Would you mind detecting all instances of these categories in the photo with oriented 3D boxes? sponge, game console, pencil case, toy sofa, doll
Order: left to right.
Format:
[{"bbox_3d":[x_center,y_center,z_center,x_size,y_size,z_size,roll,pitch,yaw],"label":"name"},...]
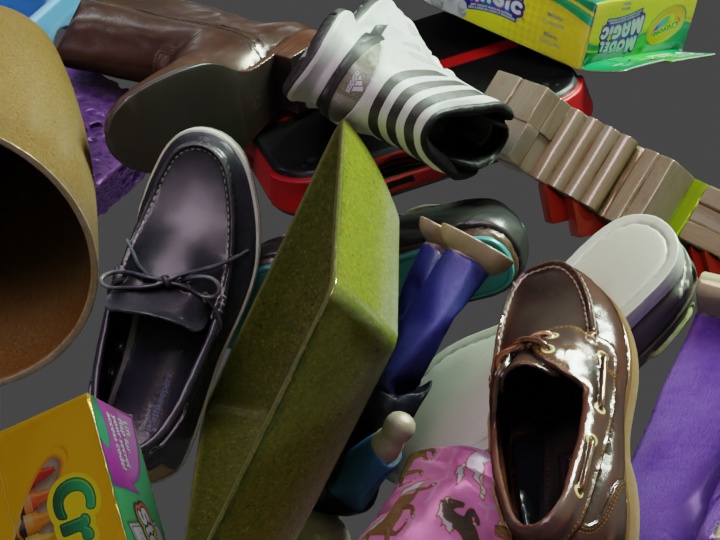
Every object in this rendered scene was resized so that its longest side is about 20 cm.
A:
[{"bbox_3d":[-0.215,-0.047,1.542,0.111,0.030,0.200,27,58,31],"label":"sponge"},{"bbox_3d":[0.010,0.071,1.308,0.200,0.048,0.136,-62,16,-1],"label":"doll"},{"bbox_3d":[0.024,-0.100,1.504,0.200,0.031,0.177,-18,28,-10],"label":"game console"},{"bbox_3d":[0.026,0.178,1.238,0.083,0.087,0.200,-6,43,42],"label":"pencil case"},{"bbox_3d":[0.179,0.089,1.272,0.083,0.098,0.200,13,53,24],"label":"toy sofa"}]

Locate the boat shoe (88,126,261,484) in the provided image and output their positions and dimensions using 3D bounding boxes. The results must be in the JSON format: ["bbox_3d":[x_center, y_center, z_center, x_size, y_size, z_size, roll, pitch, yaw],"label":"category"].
[{"bbox_3d":[-0.104,0.018,1.369,0.075,0.062,0.200,13,84,13],"label":"boat shoe"}]

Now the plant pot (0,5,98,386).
[{"bbox_3d":[-0.231,-0.065,1.436,0.186,0.187,0.200,-7,37,8],"label":"plant pot"}]

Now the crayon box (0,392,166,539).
[{"bbox_3d":[-0.171,0.186,1.221,0.172,0.058,0.200,-25,66,15],"label":"crayon box"}]

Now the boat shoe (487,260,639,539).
[{"bbox_3d":[0.097,0.066,1.237,0.070,0.070,0.200,-29,40,22],"label":"boat shoe"}]

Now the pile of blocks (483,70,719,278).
[{"bbox_3d":[0.148,-0.036,1.403,0.200,0.082,0.062,31,85,14],"label":"pile of blocks"}]

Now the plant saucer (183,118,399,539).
[{"bbox_3d":[-0.029,0.050,1.279,0.048,0.200,0.200,21,26,-10],"label":"plant saucer"}]

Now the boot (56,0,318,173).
[{"bbox_3d":[-0.135,-0.120,1.508,0.186,0.064,0.200,-20,29,-41],"label":"boot"}]

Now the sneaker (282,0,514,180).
[{"bbox_3d":[0.028,-0.092,1.404,0.115,0.200,0.076,34,102,3],"label":"sneaker"}]

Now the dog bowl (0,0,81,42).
[{"bbox_3d":[-0.224,-0.176,1.649,0.111,0.050,0.200,26,58,32],"label":"dog bowl"}]

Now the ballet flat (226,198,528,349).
[{"bbox_3d":[0.000,0.000,1.421,0.200,0.068,0.068,-9,31,13],"label":"ballet flat"}]

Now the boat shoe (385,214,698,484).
[{"bbox_3d":[0.098,0.054,1.342,0.202,0.060,0.072,-40,51,3],"label":"boat shoe"}]

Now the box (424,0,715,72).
[{"bbox_3d":[0.113,-0.171,1.528,0.200,0.048,0.117,29,27,31],"label":"box"}]
